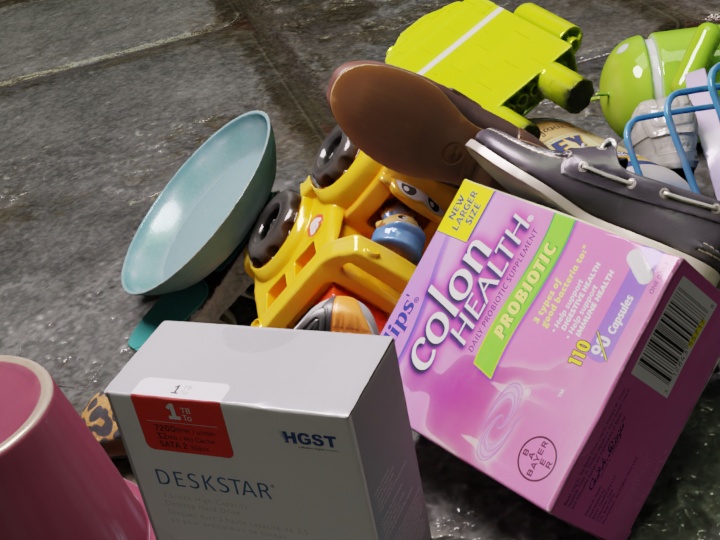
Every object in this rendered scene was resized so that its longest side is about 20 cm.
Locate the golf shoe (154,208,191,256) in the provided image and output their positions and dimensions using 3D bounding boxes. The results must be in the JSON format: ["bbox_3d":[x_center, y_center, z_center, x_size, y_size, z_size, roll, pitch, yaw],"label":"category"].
[{"bbox_3d":[-0.125,-0.005,1.138,0.199,0.077,0.088,6,58,26],"label":"golf shoe"}]

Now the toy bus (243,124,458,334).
[{"bbox_3d":[0.000,0.000,0.938,0.200,0.135,0.192,-47,23,27],"label":"toy bus"}]

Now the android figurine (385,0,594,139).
[{"bbox_3d":[0.100,-0.168,1.027,0.182,0.041,0.200,-41,47,-13],"label":"android figurine"}]

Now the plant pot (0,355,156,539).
[{"bbox_3d":[-0.232,0.162,0.763,0.199,0.180,0.200,-9,29,5],"label":"plant pot"}]

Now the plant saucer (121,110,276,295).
[{"bbox_3d":[-0.136,-0.053,1.064,0.200,0.036,0.200,-39,28,25],"label":"plant saucer"}]

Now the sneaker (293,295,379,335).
[{"bbox_3d":[-0.020,0.089,0.789,0.075,0.201,0.092,13,36,6],"label":"sneaker"}]

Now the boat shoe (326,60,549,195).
[{"bbox_3d":[0.059,-0.101,0.894,0.199,0.071,0.070,25,15,-23],"label":"boat shoe"}]

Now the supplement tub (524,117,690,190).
[{"bbox_3d":[0.173,-0.045,1.007,0.144,0.145,0.200,-23,32,-19],"label":"supplement tub"}]

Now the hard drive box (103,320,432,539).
[{"bbox_3d":[-0.046,0.136,0.721,0.155,0.201,0.077,2,32,24],"label":"hard drive box"}]

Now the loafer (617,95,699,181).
[{"bbox_3d":[0.261,-0.090,1.061,0.069,0.070,0.200,-7,-14,7],"label":"loafer"}]

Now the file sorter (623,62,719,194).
[{"bbox_3d":[0.305,-0.096,0.843,0.138,0.123,0.200,-11,-12,-31],"label":"file sorter"}]

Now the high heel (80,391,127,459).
[{"bbox_3d":[-0.135,0.142,0.902,0.142,0.072,0.200,-38,44,-9],"label":"high heel"}]

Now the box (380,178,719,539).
[{"bbox_3d":[0.122,0.056,0.815,0.200,0.097,0.177,26,86,48],"label":"box"}]

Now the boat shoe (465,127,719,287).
[{"bbox_3d":[0.168,-0.057,0.830,0.199,0.073,0.063,31,88,19],"label":"boat shoe"}]

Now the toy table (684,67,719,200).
[{"bbox_3d":[0.362,-0.112,1.047,0.117,0.184,0.201,-17,53,18],"label":"toy table"}]

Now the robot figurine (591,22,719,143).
[{"bbox_3d":[0.335,-0.187,1.217,0.199,0.116,0.175,-6,1,6],"label":"robot figurine"}]

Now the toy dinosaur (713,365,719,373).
[{"bbox_3d":[0.279,0.033,0.868,0.088,0.200,0.048,3,52,-34],"label":"toy dinosaur"}]

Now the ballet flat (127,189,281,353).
[{"bbox_3d":[-0.118,0.018,1.063,0.200,0.072,0.072,-46,33,4],"label":"ballet flat"}]
